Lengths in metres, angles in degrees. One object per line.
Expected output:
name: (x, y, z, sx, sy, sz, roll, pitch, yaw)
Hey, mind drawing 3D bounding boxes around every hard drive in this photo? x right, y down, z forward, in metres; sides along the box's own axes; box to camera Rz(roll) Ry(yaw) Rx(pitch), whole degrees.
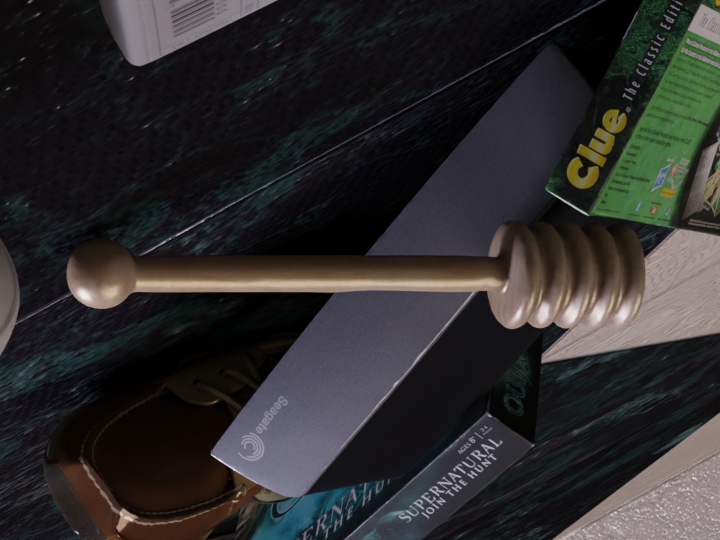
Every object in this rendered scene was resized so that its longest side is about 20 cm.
hard drive: (0.040, 0.006, 0.886, 0.200, 0.042, 0.135, -50, 161, 15)

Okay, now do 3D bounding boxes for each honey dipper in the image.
honey dipper: (0.000, 0.000, 0.780, 0.198, 0.038, 0.038, 1, 156, -21)

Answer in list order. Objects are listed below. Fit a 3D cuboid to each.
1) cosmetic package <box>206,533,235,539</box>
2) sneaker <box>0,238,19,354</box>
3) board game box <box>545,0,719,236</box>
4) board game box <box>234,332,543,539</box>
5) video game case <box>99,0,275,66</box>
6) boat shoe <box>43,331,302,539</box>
cosmetic package: (-0.147, 0.245, 1.459, 0.199, 0.071, 0.105, -33, 168, 18)
sneaker: (-0.121, -0.007, 0.524, 0.099, 0.078, 0.200, -36, 167, 17)
board game box: (0.129, -0.065, 0.851, 0.105, 0.023, 0.200, -61, 160, 10)
board game box: (0.008, 0.082, 1.041, 0.200, 0.028, 0.136, -44, -159, 32)
video game case: (0.021, -0.124, 0.490, 0.181, 0.024, 0.200, -27, 167, -9)
boat shoe: (-0.055, 0.062, 0.962, 0.074, 0.076, 0.200, -40, 172, 25)
